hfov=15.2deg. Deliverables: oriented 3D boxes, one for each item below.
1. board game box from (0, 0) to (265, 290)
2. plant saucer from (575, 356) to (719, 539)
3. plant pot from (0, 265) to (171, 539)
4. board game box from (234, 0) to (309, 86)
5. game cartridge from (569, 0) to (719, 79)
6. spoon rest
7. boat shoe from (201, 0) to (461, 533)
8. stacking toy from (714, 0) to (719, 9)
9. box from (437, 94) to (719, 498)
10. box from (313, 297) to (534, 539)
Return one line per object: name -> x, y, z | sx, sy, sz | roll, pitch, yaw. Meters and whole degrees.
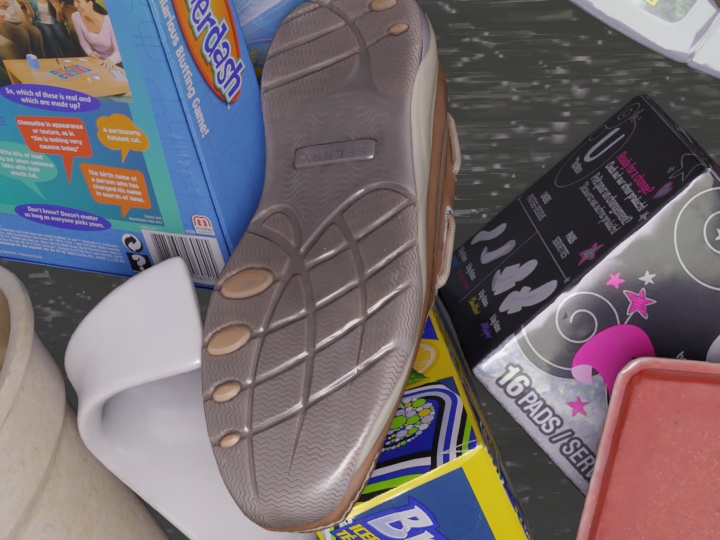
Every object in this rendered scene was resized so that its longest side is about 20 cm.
board game box -> -0.116, -0.089, 0.913 | 0.151, 0.045, 0.201 | 9, 134, 29
plant saucer -> 0.153, 0.120, 0.925 | 0.199, 0.037, 0.201 | 5, 111, -17
plant pot -> -0.139, 0.132, 0.983 | 0.200, 0.201, 0.184 | -39, 117, 6
board game box -> -0.048, -0.127, 0.928 | 0.135, 0.035, 0.200 | 13, 141, -8
game cartridge -> 0.109, -0.159, 0.991 | 0.200, 0.041, 0.133 | 35, 104, -13
spoon rest -> -0.059, 0.055, 0.962 | 0.060, 0.200, 0.100 | -17, 65, 6
boat shoe -> 0.000, 0.000, 0.892 | 0.075, 0.201, 0.072 | -1, 148, 23
stacking toy -> 0.214, -0.153, 0.951 | 0.085, 0.085, 0.200 | 38, 92, -13
box -> 0.138, 0.052, 1.000 | 0.115, 0.132, 0.200 | -42, 105, 6
box -> 0.010, 0.053, 0.952 | 0.064, 0.200, 0.070 | -25, 116, 2
